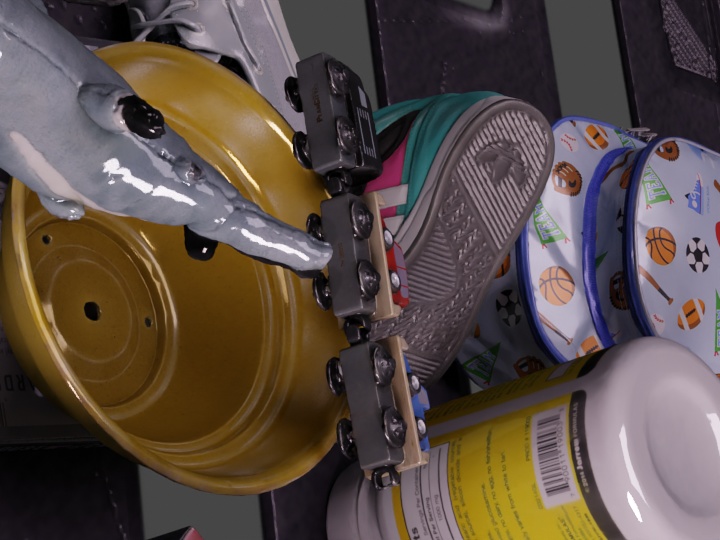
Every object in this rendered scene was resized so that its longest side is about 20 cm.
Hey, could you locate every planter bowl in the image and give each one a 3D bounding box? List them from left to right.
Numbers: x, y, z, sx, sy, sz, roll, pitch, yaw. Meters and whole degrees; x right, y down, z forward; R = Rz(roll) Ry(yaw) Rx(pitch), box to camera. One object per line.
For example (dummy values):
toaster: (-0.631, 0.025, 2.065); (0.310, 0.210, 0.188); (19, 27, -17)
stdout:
planter bowl: (-0.096, 0.008, 0.924); (0.200, 0.083, 0.200); (22, 58, -41)

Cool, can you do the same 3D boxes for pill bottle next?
pill bottle: (0.082, 0.110, 1.032); (0.112, 0.200, 0.112); (22, 58, -40)

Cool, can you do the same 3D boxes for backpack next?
backpack: (0.136, 0.004, 1.188); (0.190, 0.154, 0.200); (15, 63, -34)

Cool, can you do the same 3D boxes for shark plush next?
shark plush: (-0.103, -0.047, 0.798); (0.200, 0.083, 0.091); (45, 64, -11)

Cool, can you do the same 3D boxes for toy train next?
toy train: (0.000, 0.000, 0.936); (0.046, 0.034, 0.200); (19, 58, -57)

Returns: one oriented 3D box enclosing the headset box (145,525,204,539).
headset box: (-0.081, 0.189, 0.788); (0.200, 0.149, 0.075); (53, 42, -17)

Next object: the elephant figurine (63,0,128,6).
elephant figurine: (-0.210, -0.105, 0.851); (0.200, 0.155, 0.142); (36, 27, -21)

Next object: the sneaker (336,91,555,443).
sneaker: (0.012, -0.013, 1.105); (0.084, 0.121, 0.200); (34, 90, -25)

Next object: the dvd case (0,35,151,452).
dvd case: (-0.152, -0.016, 0.967); (0.150, 0.025, 0.200); (3, 72, -47)

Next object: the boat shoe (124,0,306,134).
boat shoe: (-0.077, -0.113, 1.055); (0.201, 0.070, 0.072); (62, 30, -12)
